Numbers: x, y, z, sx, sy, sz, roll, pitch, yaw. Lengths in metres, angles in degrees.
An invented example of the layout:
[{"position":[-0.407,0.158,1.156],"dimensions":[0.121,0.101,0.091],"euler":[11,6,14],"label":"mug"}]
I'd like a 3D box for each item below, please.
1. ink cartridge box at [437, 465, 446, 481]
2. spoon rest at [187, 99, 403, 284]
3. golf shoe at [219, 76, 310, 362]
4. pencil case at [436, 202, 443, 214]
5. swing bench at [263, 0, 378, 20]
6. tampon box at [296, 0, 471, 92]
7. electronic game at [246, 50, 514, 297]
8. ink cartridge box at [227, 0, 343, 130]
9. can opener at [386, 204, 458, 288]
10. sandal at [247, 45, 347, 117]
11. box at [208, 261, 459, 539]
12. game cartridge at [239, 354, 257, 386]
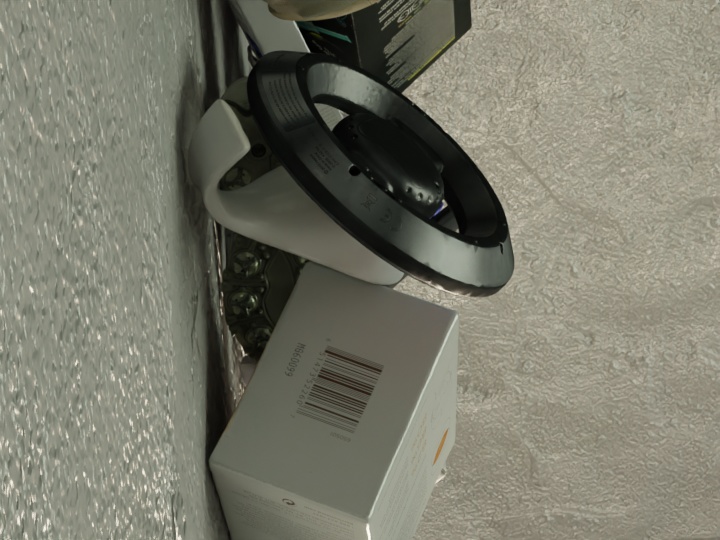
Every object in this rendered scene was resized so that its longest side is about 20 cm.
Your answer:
[{"position":[-0.005,0.147,1.514],"dimensions":[0.083,0.147,0.200],"euler":[40,21,-21],"label":"ink cartridge box"},{"position":[-0.038,-0.043,1.013],"dimensions":[0.200,0.061,0.099],"euler":[25,31,-53],"label":"spoon rest"},{"position":[-0.061,-0.038,1.140],"dimensions":[0.097,0.078,0.200],"euler":[-105,-168,-65],"label":"golf shoe"},{"position":[-0.009,-0.101,1.397],"dimensions":[0.200,0.087,0.078],"euler":[50,-53,23],"label":"pencil case"},{"position":[-0.025,-0.268,0.972],"dimensions":[0.199,0.130,0.200],"euler":[25,61,-74],"label":"swing bench"},{"position":[-0.008,-0.243,1.308],"dimensions":[0.150,0.126,0.200],"euler":[42,-12,17],"label":"tampon box"},{"position":[0.014,-0.060,1.003],"dimensions":[0.042,0.200,0.200],"euler":[-47,-159,22],"label":"electronic game"},{"position":[-0.041,-0.122,1.157],"dimensions":[0.200,0.037,0.095],"euler":[65,-4,-28],"label":"ink cartridge box"},{"position":[0.000,0.000,1.217],"dimensions":[0.063,0.200,0.079],"euler":[54,-12,21],"label":"can opener"},{"position":[-0.055,-0.144,1.277],"dimensions":[0.203,0.050,0.082],"euler":[54,3,26],"label":"sandal"},{"position":[-0.011,0.117,1.090],"dimensions":[0.200,0.106,0.152],"euler":[87,25,-60],"label":"box"},{"position":[-0.033,0.067,1.324],"dimensions":[0.200,0.038,0.130],"euler":[-63,140,-51],"label":"game cartridge"}]
